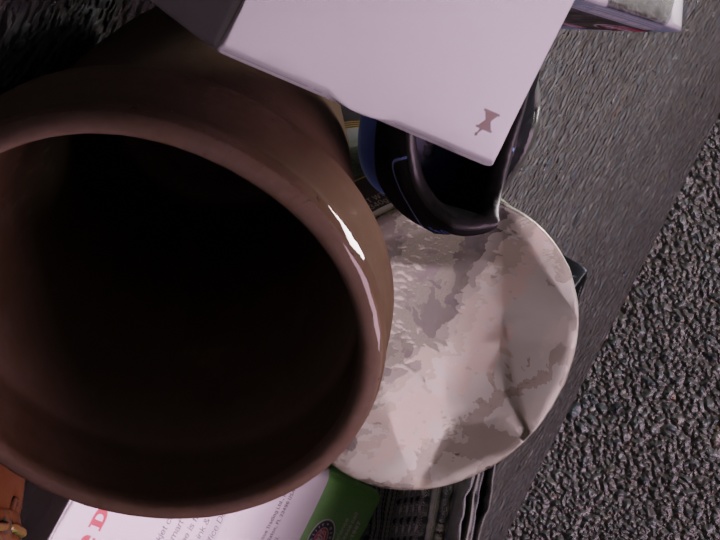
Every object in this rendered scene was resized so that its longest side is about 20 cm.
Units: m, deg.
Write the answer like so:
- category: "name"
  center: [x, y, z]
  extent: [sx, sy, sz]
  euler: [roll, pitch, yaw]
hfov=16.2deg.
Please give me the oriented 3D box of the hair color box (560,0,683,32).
- category: "hair color box"
  center: [0.088, -0.198, 0.984]
  extent: [0.099, 0.060, 0.201]
  euler: [3, 91, -61]

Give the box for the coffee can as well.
- category: "coffee can"
  center: [0.000, 0.000, 1.236]
  extent: [0.147, 0.146, 0.200]
  euler: [-63, -152, 9]

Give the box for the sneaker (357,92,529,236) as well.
- category: "sneaker"
  center: [0.039, -0.112, 1.030]
  extent: [0.070, 0.078, 0.201]
  euler: [-9, 113, -21]

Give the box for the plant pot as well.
- category: "plant pot"
  center: [-0.079, -0.024, 1.064]
  extent: [0.175, 0.200, 0.201]
  euler: [-77, -174, -55]

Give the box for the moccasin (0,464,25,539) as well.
- category: "moccasin"
  center: [-0.192, 0.114, 1.050]
  extent: [0.201, 0.073, 0.078]
  euler: [-16, 93, -81]

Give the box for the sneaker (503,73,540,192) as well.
- category: "sneaker"
  center: [0.063, -0.116, 1.414]
  extent: [0.114, 0.076, 0.200]
  euler: [-37, 150, -57]

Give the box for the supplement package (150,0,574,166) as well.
- category: "supplement package"
  center: [-0.016, -0.139, 0.905]
  extent: [0.121, 0.200, 0.120]
  euler: [21, 101, -33]

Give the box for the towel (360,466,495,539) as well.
- category: "towel"
  center: [0.011, 0.111, 1.350]
  extent: [0.200, 0.034, 0.193]
  euler: [-2, -107, 62]

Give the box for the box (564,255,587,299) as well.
- category: "box"
  center: [0.110, 0.090, 2.240]
  extent: [0.164, 0.086, 0.200]
  euler: [-50, 164, -39]

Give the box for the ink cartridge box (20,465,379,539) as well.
- category: "ink cartridge box"
  center: [-0.105, 0.135, 1.275]
  extent: [0.200, 0.084, 0.146]
  euler: [29, 89, -47]
